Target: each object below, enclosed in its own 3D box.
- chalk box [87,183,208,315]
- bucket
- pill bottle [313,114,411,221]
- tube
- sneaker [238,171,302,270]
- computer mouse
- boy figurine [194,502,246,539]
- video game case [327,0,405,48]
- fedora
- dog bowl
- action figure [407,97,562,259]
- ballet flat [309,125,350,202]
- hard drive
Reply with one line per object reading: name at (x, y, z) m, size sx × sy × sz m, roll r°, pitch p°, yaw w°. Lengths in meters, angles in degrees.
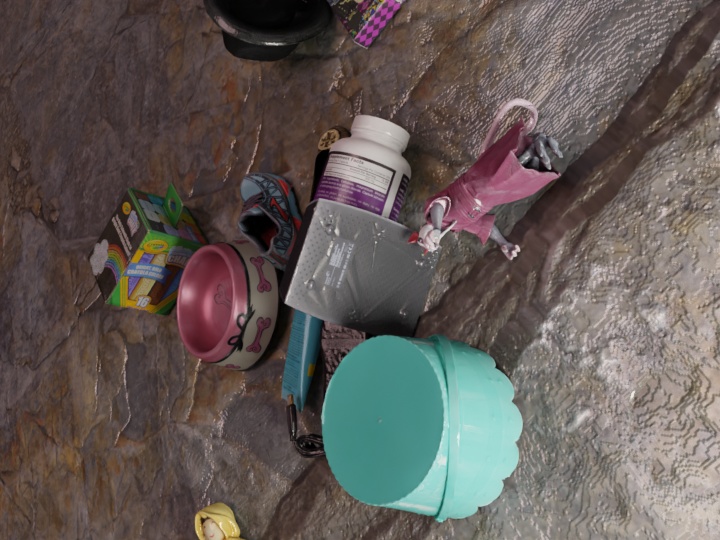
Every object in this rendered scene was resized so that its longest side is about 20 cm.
chalk box at (-0.344, -0.047, 1.345) m, size 0.201 × 0.123 × 0.125 m, roll -52°, pitch 49°, yaw 19°
bucket at (0.063, 0.169, 0.892) m, size 0.205 × 0.134 × 0.211 m, roll -13°, pitch 70°, yaw 40°
pill bottle at (-0.003, -0.090, 1.035) m, size 0.112 × 0.112 × 0.203 m, roll 14°, pitch 84°, yaw 44°
tube at (-0.074, 0.087, 1.107) m, size 0.077 × 0.050 × 0.203 m, roll -165°, pitch 88°, yaw -69°
sneaker at (-0.139, -0.084, 1.178) m, size 0.080 × 0.095 × 0.201 m, roll -50°, pitch 50°, yaw 20°
computer mouse at (-0.036, 0.147, 1.050) m, size 0.139 × 0.046 × 0.204 m, roll -9°, pitch 82°, yaw 29°
boy figurine at (-0.180, 0.418, 1.108) m, size 0.124 × 0.064 × 0.203 m, roll -32°, pitch 62°, yaw 36°
video game case at (0.026, -0.455, 1.161) m, size 0.200 × 0.036 × 0.182 m, roll -47°, pitch 52°, yaw 24°
fedora at (-0.144, -0.379, 1.228) m, size 0.092 × 0.198 × 0.203 m, roll 112°, pitch 144°, yaw -52°
dog bowl at (-0.205, 0.048, 1.205) m, size 0.199 × 0.073 × 0.204 m, roll -8°, pitch 79°, yaw 48°
action figure at (0.124, -0.091, 0.906) m, size 0.199 × 0.133 × 0.151 m, roll -34°, pitch 57°, yaw 29°
ballet flat at (-0.050, -0.114, 1.131) m, size 0.067 × 0.046 × 0.203 m, roll -6°, pitch 70°, yaw 44°
hard drive at (0.000, 0.000, 0.955) m, size 0.042 × 0.198 × 0.137 m, roll 20°, pitch 92°, yaw 52°
